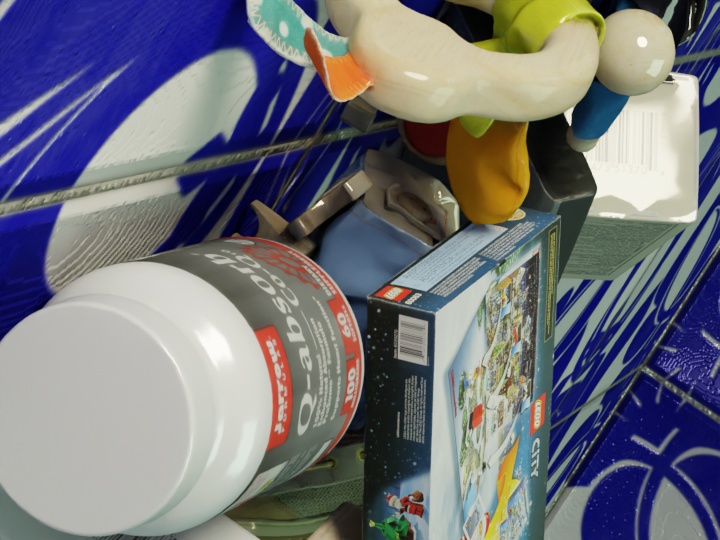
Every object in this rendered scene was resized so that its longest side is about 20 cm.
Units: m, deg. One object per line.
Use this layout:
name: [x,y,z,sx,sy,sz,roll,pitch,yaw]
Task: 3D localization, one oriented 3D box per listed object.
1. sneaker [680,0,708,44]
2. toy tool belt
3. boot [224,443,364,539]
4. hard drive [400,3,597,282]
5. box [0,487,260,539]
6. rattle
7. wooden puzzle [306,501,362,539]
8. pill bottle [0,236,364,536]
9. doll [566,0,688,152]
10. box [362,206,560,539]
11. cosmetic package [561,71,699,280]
sneaker: [0.139,-0.148,1.525,0.076,0.091,0.200,-21,163,-31]
toy tool belt: [0.000,0.000,1.369,0.200,0.125,0.123,-62,175,28]
boot: [-0.033,0.071,1.499,0.072,0.199,0.155,80,6,-82]
hard drive: [0.068,-0.040,1.510,0.033,0.140,0.200,-12,150,-19]
box: [-0.139,0.189,1.315,0.097,0.124,0.200,-43,164,-51]
rattle: [0.010,-0.070,1.225,0.143,0.130,0.200,-49,172,38]
wooden puzzle: [-0.054,0.221,1.323,0.200,0.046,0.185,-61,173,14]
pill bottle: [-0.079,0.050,1.193,0.116,0.116,0.200,-58,169,14]
doll: [0.133,-0.119,1.347,0.137,0.048,0.200,-61,-175,17]
box: [0.048,0.084,1.343,0.137,0.038,0.201,-36,133,-55]
cosmetic package: [0.124,-0.055,1.616,0.200,0.103,0.088,133,-40,-77]
